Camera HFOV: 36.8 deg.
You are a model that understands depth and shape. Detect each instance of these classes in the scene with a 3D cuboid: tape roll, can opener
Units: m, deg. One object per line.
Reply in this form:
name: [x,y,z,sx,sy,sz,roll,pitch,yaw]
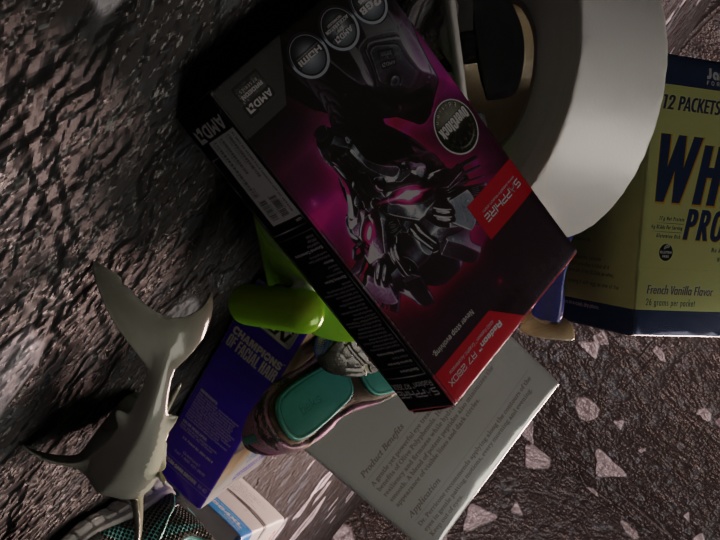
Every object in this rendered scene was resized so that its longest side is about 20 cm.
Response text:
tape roll: [0.119,-0.127,0.746,0.070,0.205,0.204,7,134,-24]
can opener: [0.074,-0.080,0.675,0.053,0.065,0.204,44,42,-82]

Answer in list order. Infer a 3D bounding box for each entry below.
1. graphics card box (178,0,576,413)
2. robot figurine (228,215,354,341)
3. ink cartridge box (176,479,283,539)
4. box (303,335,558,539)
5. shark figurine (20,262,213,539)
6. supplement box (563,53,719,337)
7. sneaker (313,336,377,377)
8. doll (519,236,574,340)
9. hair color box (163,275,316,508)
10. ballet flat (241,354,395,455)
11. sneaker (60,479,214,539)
graphics card box: [0.015,-0.042,0.567,0.125,0.201,0.051,-44,-167,-28]
robot figurine: [-0.009,-0.031,0.681,0.177,0.114,0.201,-60,166,-23]
ink cartridge box: [-0.168,0.296,1.120,0.147,0.084,0.200,-53,168,0]
box: [0.038,0.116,1.038,0.200,0.171,0.200,-51,-163,-7]
shark figurine: [-0.150,0.094,0.629,0.215,0.088,0.130,123,-24,-59]
supplement box: [0.218,-0.060,0.880,0.199,0.132,0.204,-168,-98,-64]
sneaker: [0.000,0.000,0.846,0.202,0.088,0.079,-67,149,-41]
doll: [0.147,-0.057,0.814,0.137,0.047,0.204,-125,-138,-74]
hair color box: [-0.085,0.091,0.903,0.202,0.064,0.109,-60,166,22]
ballet flat: [-0.020,0.086,0.848,0.071,0.070,0.199,-22,-175,46]
sneaker: [-0.184,0.234,0.853,0.078,0.091,0.200,-60,167,29]
